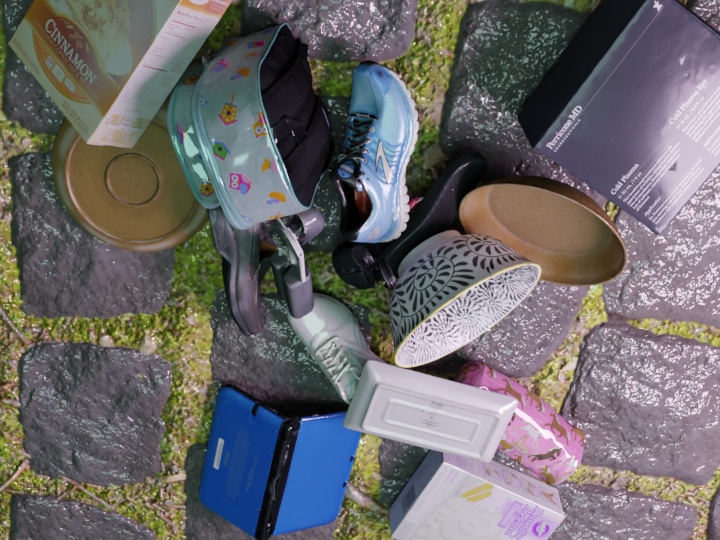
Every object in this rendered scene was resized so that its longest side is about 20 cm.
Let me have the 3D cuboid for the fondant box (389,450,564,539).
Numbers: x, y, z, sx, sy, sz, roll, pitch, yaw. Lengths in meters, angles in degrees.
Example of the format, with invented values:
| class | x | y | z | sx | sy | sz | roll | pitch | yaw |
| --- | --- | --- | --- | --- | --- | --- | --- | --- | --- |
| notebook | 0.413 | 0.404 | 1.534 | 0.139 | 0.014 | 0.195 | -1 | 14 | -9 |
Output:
| class | x | y | z | sx | sy | sz | roll | pitch | yaw |
| --- | --- | --- | --- | --- | --- | --- | --- | --- | --- |
| fondant box | 0.158 | 0.333 | 1.348 | 0.197 | 0.059 | 0.146 | 25 | 114 | -15 |

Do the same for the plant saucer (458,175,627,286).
| class | x | y | z | sx | sy | sz | roll | pitch | yaw |
| --- | --- | --- | --- | --- | --- | --- | --- | --- | --- |
| plant saucer | 0.208 | -0.051 | 1.111 | 0.197 | 0.036 | 0.201 | 21 | 157 | 9 |

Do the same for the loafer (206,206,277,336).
| class | x | y | z | sx | sy | sz | roll | pitch | yaw |
| --- | --- | --- | --- | --- | --- | --- | --- | --- | --- |
| loafer | -0.130 | -0.009 | 1.155 | 0.071 | 0.073 | 0.203 | -12 | 128 | -7 |

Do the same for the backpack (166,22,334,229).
| class | x | y | z | sx | sy | sz | roll | pitch | yaw |
| --- | --- | --- | --- | --- | --- | --- | --- | --- | --- |
| backpack | -0.112 | -0.142 | 1.013 | 0.150 | 0.201 | 0.178 | -14 | 118 | 7 |

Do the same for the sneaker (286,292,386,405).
| class | x | y | z | sx | sy | sz | roll | pitch | yaw |
| --- | --- | --- | --- | --- | --- | --- | --- | --- | --- |
| sneaker | -0.018 | 0.109 | 1.216 | 0.070 | 0.081 | 0.201 | -34 | 112 | 18 |

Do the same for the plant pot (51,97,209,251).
| class | x | y | z | sx | sy | sz | roll | pitch | yaw |
| --- | --- | --- | --- | --- | --- | --- | --- | --- | --- |
| plant pot | -0.258 | -0.107 | 1.126 | 0.196 | 0.028 | 0.204 | 0 | 117 | -1 |

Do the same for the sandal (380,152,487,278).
| class | x | y | z | sx | sy | sz | roll | pitch | yaw |
| --- | --- | --- | --- | --- | --- | --- | --- | --- | --- |
| sandal | 0.073 | -0.065 | 1.139 | 0.074 | 0.045 | 0.201 | 1 | 133 | -50 |

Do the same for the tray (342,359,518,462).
| class | x | y | z | sx | sy | sz | roll | pitch | yaw |
| --- | --- | --- | --- | --- | --- | --- | --- | --- | --- |
| tray | 0.085 | 0.179 | 1.196 | 0.196 | 0.022 | 0.109 | 15 | 119 | -9 |

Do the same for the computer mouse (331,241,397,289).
| class | x | y | z | sx | sy | sz | roll | pitch | yaw |
| --- | --- | --- | --- | --- | --- | --- | --- | --- | --- |
| computer mouse | 0.000 | 0.000 | 1.097 | 0.034 | 0.200 | 0.060 | -24 | 97 | -10 |

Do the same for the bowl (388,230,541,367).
| class | x | y | z | sx | sy | sz | roll | pitch | yaw |
| --- | --- | --- | --- | --- | --- | --- | --- | --- | --- |
| bowl | 0.103 | 0.017 | 1.143 | 0.200 | 0.200 | 0.095 | -38 | 69 | 17 |

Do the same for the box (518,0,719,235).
| class | x | y | z | sx | sy | sz | roll | pitch | yaw |
| --- | --- | --- | --- | --- | --- | --- | --- | --- | --- |
| box | 0.302 | -0.179 | 1.048 | 0.180 | 0.105 | 0.201 | 31 | 112 | -17 |

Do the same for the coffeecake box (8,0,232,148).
| class | x | y | z | sx | sy | sz | roll | pitch | yaw |
| --- | --- | --- | --- | --- | --- | --- | --- | --- | --- |
| coffeecake box | -0.241 | -0.252 | 0.983 | 0.154 | 0.073 | 0.201 | 48 | 112 | 18 |

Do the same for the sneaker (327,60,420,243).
| class | x | y | z | sx | sy | sz | roll | pitch | yaw |
| --- | --- | --- | --- | --- | --- | --- | --- | --- | --- |
| sneaker | 0.009 | -0.123 | 1.065 | 0.077 | 0.089 | 0.204 | 13 | 111 | 40 |

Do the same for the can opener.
| class | x | y | z | sx | sy | sz | roll | pitch | yaw |
| --- | --- | --- | --- | --- | --- | --- | --- | --- | --- |
| can opener | -0.063 | -0.008 | 1.094 | 0.066 | 0.201 | 0.054 | -32 | 72 | -12 |

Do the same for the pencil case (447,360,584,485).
| class | x | y | z | sx | sy | sz | roll | pitch | yaw |
| --- | --- | --- | --- | --- | --- | --- | --- | --- | --- |
| pencil case | 0.198 | 0.198 | 1.266 | 0.198 | 0.084 | 0.086 | 33 | 146 | -18 |

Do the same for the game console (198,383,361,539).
| class | x | y | z | sx | sy | sz | roll | pitch | yaw |
| --- | --- | --- | --- | --- | --- | --- | --- | --- | --- |
| game console | -0.108 | 0.250 | 1.321 | 0.169 | 0.118 | 0.203 | 26 | 118 | 21 |
